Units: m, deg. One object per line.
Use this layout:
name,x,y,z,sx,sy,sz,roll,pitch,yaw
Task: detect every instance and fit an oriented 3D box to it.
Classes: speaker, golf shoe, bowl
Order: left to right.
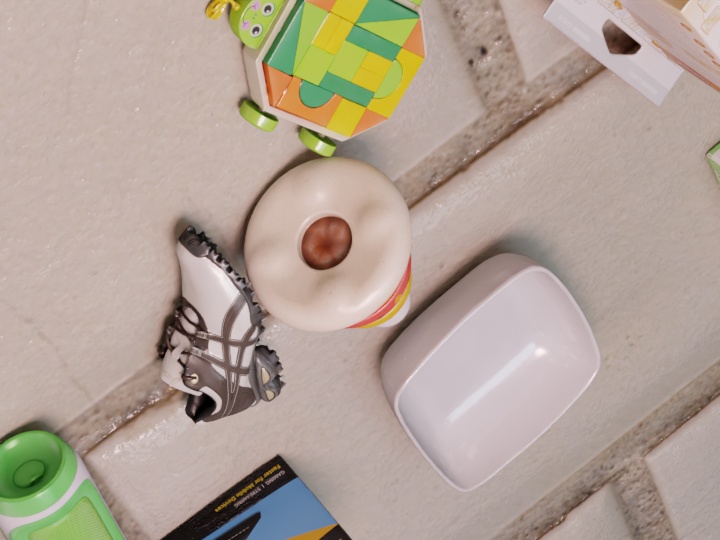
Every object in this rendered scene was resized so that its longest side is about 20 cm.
speaker,-0.245,0.224,1.672,0.088,0.088,0.201,-33,135,-13
golf shoe,-0.127,0.054,1.647,0.094,0.078,0.201,-32,134,-15
bowl,0.113,0.084,1.856,0.200,0.075,0.200,-41,137,-5

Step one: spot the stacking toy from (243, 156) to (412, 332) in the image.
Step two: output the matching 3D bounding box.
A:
stacking toy,0.000,0.000,1.693,0.146,0.146,0.200,-48,154,2

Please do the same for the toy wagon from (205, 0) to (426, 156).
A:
toy wagon,-0.036,-0.177,1.574,0.199,0.040,0.156,19,107,-44

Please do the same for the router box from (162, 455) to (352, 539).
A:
router box,-0.108,0.276,1.770,0.199,0.149,0.051,-36,137,-12

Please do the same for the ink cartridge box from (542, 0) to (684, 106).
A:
ink cartridge box,0.250,-0.258,1.735,0.199,0.044,0.174,28,101,-46

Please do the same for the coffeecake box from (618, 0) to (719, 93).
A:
coffeecake box,0.279,-0.219,1.644,0.073,0.153,0.200,-50,137,2

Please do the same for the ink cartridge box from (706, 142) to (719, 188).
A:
ink cartridge box,0.444,-0.079,1.987,0.145,0.084,0.200,-39,136,-7
